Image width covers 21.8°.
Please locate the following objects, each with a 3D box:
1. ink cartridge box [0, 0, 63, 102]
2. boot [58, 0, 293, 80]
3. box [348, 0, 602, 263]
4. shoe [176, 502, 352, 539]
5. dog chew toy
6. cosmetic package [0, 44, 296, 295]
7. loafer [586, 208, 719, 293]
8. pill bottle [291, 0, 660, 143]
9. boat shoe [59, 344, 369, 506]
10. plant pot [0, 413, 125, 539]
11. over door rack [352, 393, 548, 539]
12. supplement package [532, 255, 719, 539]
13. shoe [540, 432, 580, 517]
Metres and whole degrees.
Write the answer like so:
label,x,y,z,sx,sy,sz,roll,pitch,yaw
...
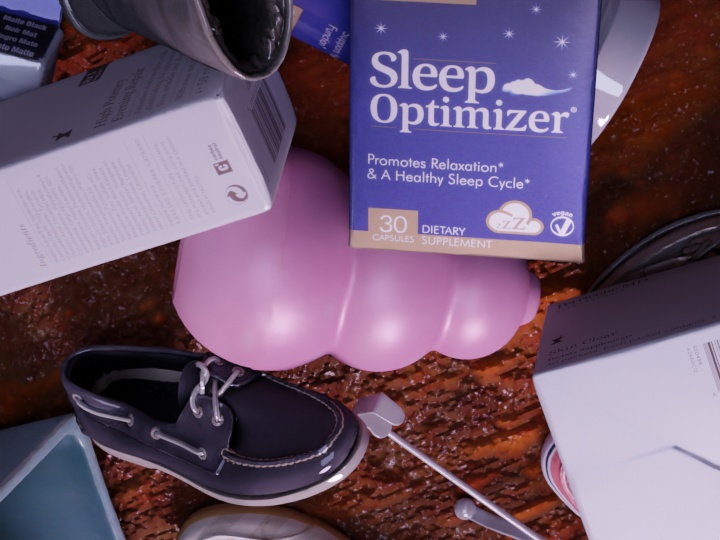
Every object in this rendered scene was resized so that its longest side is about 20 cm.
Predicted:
label,x,y,z,sx,sy,sz,roll,pitch,yaw
ink cartridge box,-0.274,-0.106,1.047,0.199,0.041,0.200,14,112,-1
boot,-0.110,-0.185,0.915,0.072,0.200,0.182,-24,108,-17
box,0.054,-0.098,0.904,0.121,0.032,0.200,4,121,6
shoe,-0.019,0.199,1.136,0.200,0.053,0.070,22,112,-4
dog chew toy,0.000,0.000,1.026,0.200,0.125,0.125,9,112,-7
cosmetic package,-0.140,-0.055,0.969,0.200,0.102,0.074,-16,118,15
loafer,0.215,0.002,1.034,0.200,0.063,0.072,-24,108,13
pill bottle,0.045,-0.145,0.964,0.200,0.116,0.116,26,111,-5
boat shoe,-0.088,0.080,1.044,0.200,0.073,0.063,7,146,36
plant pot,-0.263,0.219,1.098,0.200,0.196,0.196,-6,112,25
over door rack,0.029,0.182,1.072,0.200,0.067,0.148,41,66,-28
supplement package,0.210,0.077,0.971,0.200,0.111,0.156,-17,104,14
shoe,0.192,0.162,1.083,0.200,0.091,0.072,34,110,-8
